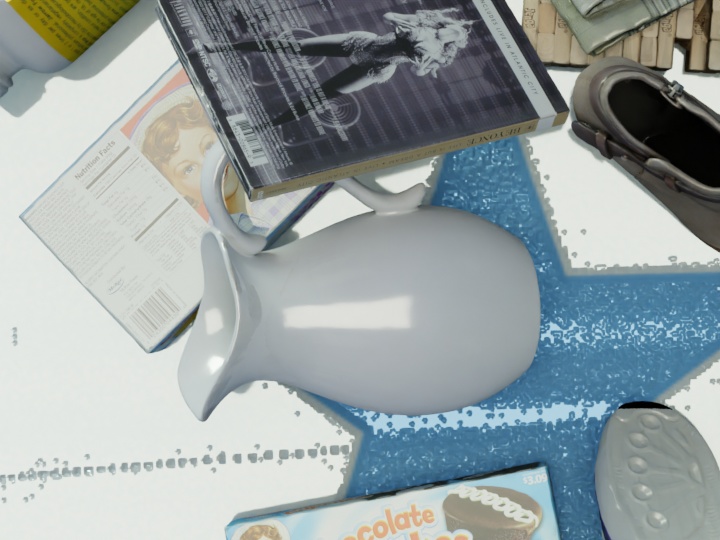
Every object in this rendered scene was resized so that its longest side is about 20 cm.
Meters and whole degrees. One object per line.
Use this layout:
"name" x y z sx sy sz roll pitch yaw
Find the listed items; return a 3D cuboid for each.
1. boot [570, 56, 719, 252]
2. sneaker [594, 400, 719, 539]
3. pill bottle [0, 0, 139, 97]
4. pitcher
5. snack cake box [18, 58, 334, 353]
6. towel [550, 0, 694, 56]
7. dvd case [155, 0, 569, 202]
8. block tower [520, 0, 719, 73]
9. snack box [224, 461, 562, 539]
"boot" 0.207 -0.054 1.606 0.199 0.146 0.071 30 91 2
"sneaker" 0.167 0.196 1.651 0.080 0.147 0.201 2 47 -17
"pill bottle" -0.178 -0.190 1.643 0.200 0.112 0.113 -42 89 3
"pitcher" 0.000 0.000 1.611 0.199 0.121 0.173 -2 107 -17
"snack cake box" -0.091 -0.060 1.665 0.200 0.067 0.115 -44 87 3
"towel" 0.169 -0.248 1.628 0.192 0.035 0.201 -28 76 -5
"dvd case" 0.001 -0.120 1.597 0.199 0.016 0.149 -15 57 -20
"block tower" 0.195 -0.144 1.651 0.199 0.054 0.058 4 93 3
"snack box" 0.026 0.190 1.679 0.199 0.037 0.117 -11 91 4
